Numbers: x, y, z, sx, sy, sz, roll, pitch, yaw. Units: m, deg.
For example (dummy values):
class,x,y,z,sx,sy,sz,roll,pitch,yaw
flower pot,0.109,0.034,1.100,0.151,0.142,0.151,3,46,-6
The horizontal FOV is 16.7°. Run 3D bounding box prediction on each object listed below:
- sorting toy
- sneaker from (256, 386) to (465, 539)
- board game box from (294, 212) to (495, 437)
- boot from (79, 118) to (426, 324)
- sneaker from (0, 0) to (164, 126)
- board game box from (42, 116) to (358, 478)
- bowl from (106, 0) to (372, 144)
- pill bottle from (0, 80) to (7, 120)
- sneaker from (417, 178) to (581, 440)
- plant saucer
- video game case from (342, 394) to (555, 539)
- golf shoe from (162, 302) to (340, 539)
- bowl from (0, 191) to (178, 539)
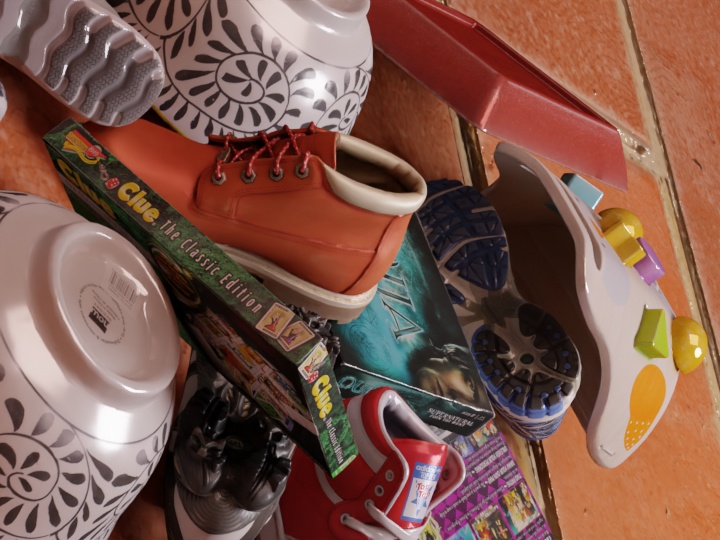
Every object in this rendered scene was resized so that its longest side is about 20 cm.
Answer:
class,x,y,z,sx,sy,sz,roll,pitch,yaw
sorting toy,0.140,-0.003,1.590,0.200,0.107,0.180,63,5,29
sneaker,0.011,0.161,1.315,0.071,0.112,0.200,6,62,-60
board game box,0.000,0.000,1.476,0.135,0.028,0.200,20,39,-43
boot,-0.063,-0.053,1.348,0.200,0.107,0.075,22,42,-18
sneaker,-0.196,-0.152,1.308,0.200,0.075,0.082,45,-1,-23
board game box,-0.079,0.012,1.213,0.200,0.023,0.105,41,-17,31
bowl,-0.057,-0.156,1.454,0.201,0.094,0.201,34,32,-25
pill bottle,-0.247,-0.147,1.151,0.106,0.106,0.200,-5,71,-60
sneaker,0.075,0.030,1.592,0.085,0.077,0.200,81,-16,-57
plant saucer,0.077,-0.138,1.662,0.200,0.037,0.200,41,13,34
video game case,0.036,0.131,1.464,0.181,0.036,0.200,62,28,0
golf shoe,-0.068,0.084,1.292,0.078,0.095,0.200,23,31,1
bowl,-0.148,0.037,1.161,0.201,0.094,0.201,39,37,-37
